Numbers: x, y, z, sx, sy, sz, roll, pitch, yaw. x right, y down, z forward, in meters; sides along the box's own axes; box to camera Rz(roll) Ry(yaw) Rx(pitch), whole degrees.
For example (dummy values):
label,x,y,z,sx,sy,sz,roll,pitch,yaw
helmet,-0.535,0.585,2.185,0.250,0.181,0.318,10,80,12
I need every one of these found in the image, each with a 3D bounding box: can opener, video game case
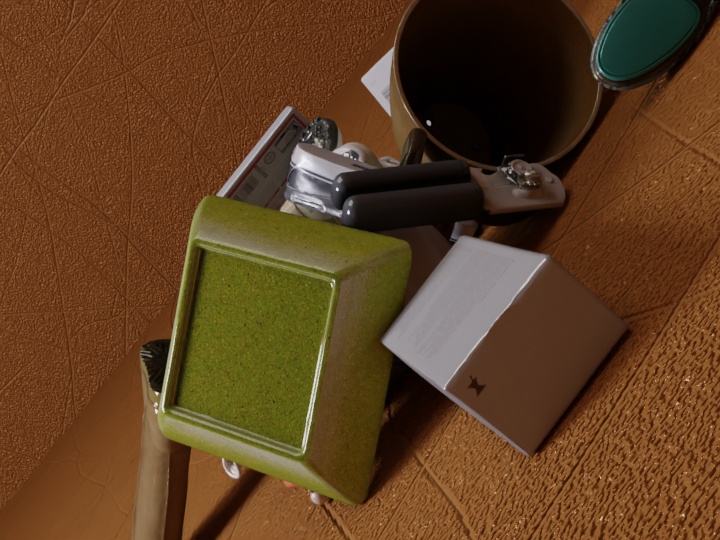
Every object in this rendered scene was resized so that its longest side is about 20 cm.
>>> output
label,x,y,z,sx,sy,sz,roll,pitch,yaw
can opener,0.072,-0.053,1.022,0.067,0.198,0.053,108,147,-40
video game case,-0.062,-0.078,1.533,0.143,0.200,0.017,-52,34,-5

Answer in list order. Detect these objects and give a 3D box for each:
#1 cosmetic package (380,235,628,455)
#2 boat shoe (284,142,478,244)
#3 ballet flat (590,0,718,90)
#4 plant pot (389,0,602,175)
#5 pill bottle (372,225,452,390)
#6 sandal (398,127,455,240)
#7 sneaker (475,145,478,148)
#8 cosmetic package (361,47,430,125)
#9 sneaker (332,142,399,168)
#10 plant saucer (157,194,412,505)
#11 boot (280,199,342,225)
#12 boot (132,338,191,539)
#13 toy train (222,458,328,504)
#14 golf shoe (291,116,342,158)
label,x,y,z,sx,sy,sz,roll,pitch,yaw
cosmetic package,0.086,0.042,0.849,0.102,0.071,0.200,-51,11,-2
boat shoe,0.015,-0.056,1.233,0.072,0.199,0.068,-21,-49,-66
ballet flat,0.259,-0.219,1.058,0.200,0.074,0.074,-50,11,-4
plant pot,0.102,-0.145,1.194,0.187,0.186,0.200,-54,-2,-19
pill bottle,-0.007,0.050,1.069,0.200,0.113,0.113,-53,7,41
sandal,0.055,-0.034,1.105,0.082,0.054,0.202,-82,-9,-54
sneaker,0.080,-0.095,1.336,0.081,0.074,0.200,-41,16,25
cosmetic package,0.103,-0.237,1.473,0.200,0.102,0.071,-44,5,-42
sneaker,0.014,-0.095,1.403,0.081,0.075,0.200,-51,-19,-11
plant saucer,-0.073,0.057,0.979,0.048,0.198,0.202,1,-79,-60
boot,-0.072,-0.007,1.395,0.155,0.073,0.200,-39,-24,-6
boot,-0.200,0.186,1.305,0.175,0.065,0.202,-99,16,-72
toy train,-0.099,0.126,1.076,0.055,0.152,0.199,-16,1,-32
golf shoe,-0.035,-0.082,1.494,0.077,0.087,0.202,45,136,52
